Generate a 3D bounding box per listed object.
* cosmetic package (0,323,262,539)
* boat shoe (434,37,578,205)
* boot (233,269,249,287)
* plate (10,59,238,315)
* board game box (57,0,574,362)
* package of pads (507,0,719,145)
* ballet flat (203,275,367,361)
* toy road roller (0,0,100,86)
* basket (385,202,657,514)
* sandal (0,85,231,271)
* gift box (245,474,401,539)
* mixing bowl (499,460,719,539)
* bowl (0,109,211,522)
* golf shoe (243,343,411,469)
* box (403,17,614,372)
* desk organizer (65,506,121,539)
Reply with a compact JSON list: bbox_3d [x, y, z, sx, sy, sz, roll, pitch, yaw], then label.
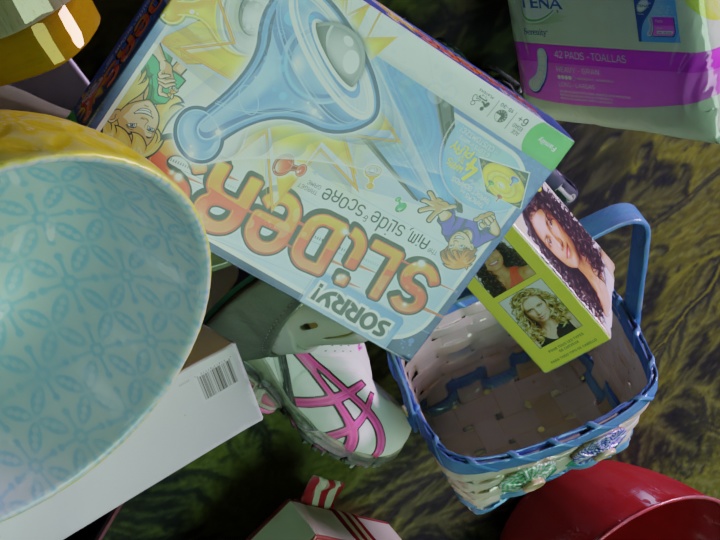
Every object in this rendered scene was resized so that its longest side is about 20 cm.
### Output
[{"bbox_3d":[-0.153,0.090,0.817,0.200,0.083,0.051,-30,120,-21],"label":"cosmetic package"},{"bbox_3d":[0.083,-0.082,1.036,0.062,0.075,0.200,-40,138,-1],"label":"boat shoe"},{"bbox_3d":[-0.069,-0.049,0.930,0.200,0.073,0.151,-45,124,7],"label":"boot"},{"bbox_3d":[-0.185,0.000,0.838,0.200,0.032,0.200,-46,122,-13],"label":"plate"},{"bbox_3d":[-0.019,-0.059,0.784,0.200,0.034,0.135,29,105,-26],"label":"board game box"},{"bbox_3d":[0.142,-0.174,0.914,0.068,0.154,0.200,-21,111,-31],"label":"package of pads"},{"bbox_3d":[0.000,0.000,0.871,0.200,0.064,0.067,-40,161,11],"label":"ballet flat"},{"bbox_3d":[-0.210,-0.097,0.639,0.200,0.146,0.123,-14,122,20],"label":"toy road roller"},{"bbox_3d":[0.105,0.053,1.093,0.176,0.139,0.200,-23,139,-7],"label":"basket"},{"bbox_3d":[-0.123,-0.038,0.810,0.201,0.057,0.080,11,98,-33],"label":"sandal"},{"bbox_3d":[-0.029,0.254,1.131,0.185,0.187,0.200,-44,152,3],"label":"gift box"},{"bbox_3d":[0.178,0.220,1.318,0.200,0.108,0.200,-21,133,-24],"label":"mixing bowl"},{"bbox_3d":[-0.174,0.005,0.712,0.200,0.108,0.200,-28,143,-23],"label":"bowl"},{"bbox_3d":[-0.020,0.061,1.073,0.092,0.073,0.200,-49,137,7],"label":"golf shoe"},{"bbox_3d":[0.064,-0.039,0.946,0.050,0.075,0.200,-32,116,28],"label":"box"},{"bbox_3d":[-0.184,0.082,0.965,0.072,0.077,0.200,-33,136,-11],"label":"desk organizer"}]
